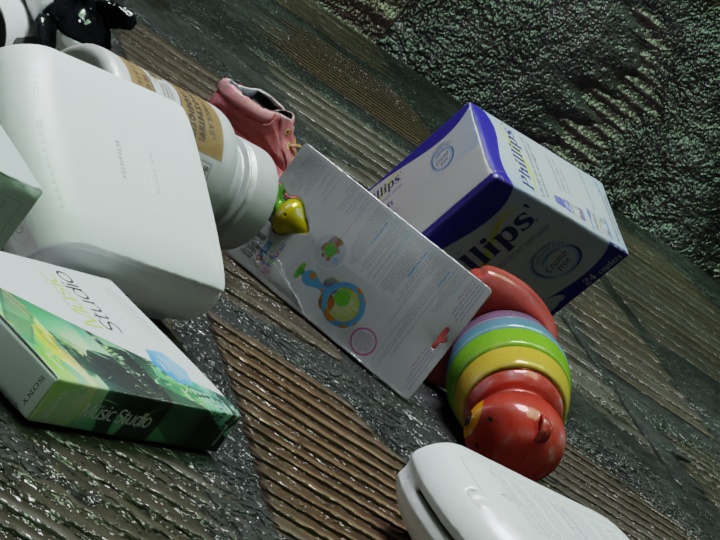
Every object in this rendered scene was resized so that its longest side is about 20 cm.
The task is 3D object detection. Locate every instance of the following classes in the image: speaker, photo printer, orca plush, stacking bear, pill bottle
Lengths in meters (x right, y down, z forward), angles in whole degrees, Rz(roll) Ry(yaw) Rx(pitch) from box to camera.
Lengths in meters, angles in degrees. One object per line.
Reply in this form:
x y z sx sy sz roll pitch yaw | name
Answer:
-0.299 -0.199 1.888 0.081 0.081 0.200 37 10 2 | speaker
0.119 0.200 1.547 0.200 0.070 0.166 28 14 -35 | photo printer
-0.184 -0.061 1.571 0.200 0.069 0.167 21 49 -54 | photo printer
-0.216 -0.186 1.876 0.105 0.071 0.201 -28 99 -80 | orca plush
0.122 0.105 1.908 0.113 0.122 0.200 26 23 -16 | stacking bear
-0.161 -0.088 1.783 0.200 0.114 0.114 26 16 -46 | pill bottle

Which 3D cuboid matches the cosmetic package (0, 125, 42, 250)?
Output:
-0.314 -0.082 1.265 0.200 0.123 0.199 30 13 -39 | cosmetic package

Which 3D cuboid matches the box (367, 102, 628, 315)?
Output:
0.118 -0.034 2.196 0.200 0.184 0.105 27 34 -37 | box

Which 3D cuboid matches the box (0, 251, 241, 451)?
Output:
-0.176 0.045 1.399 0.144 0.036 0.200 43 13 28 | box

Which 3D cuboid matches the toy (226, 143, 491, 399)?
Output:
0.000 0.000 1.916 0.200 0.115 0.047 38 7 7 | toy

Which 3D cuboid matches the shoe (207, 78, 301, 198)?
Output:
-0.077 -0.102 2.150 0.200 0.091 0.072 29 13 -34 | shoe

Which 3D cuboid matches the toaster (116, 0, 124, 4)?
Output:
-0.289 -0.366 2.339 0.200 0.181 0.119 39 10 16 | toaster

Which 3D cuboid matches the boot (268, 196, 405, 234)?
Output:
-0.025 -0.016 2.045 0.144 0.073 0.200 12 -13 11 | boot
